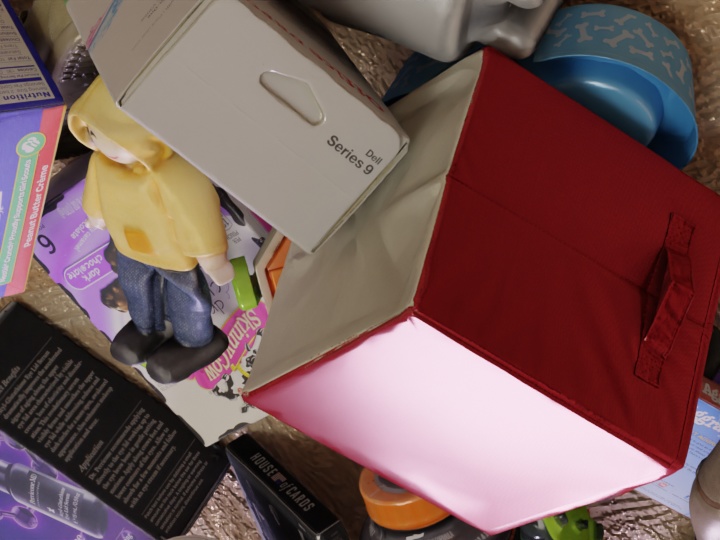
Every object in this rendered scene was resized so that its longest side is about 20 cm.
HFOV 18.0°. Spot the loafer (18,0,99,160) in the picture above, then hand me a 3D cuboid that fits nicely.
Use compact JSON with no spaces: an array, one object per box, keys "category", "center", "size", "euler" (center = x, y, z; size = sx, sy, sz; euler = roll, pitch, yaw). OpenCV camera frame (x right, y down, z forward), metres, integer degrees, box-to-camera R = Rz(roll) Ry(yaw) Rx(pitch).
[{"category":"loafer","center":[-0.182,-0.128,1.402],"size":[0.200,0.075,0.069],"euler":[-43,57,55]}]

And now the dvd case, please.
[{"category":"dvd case","center":[-0.023,0.223,1.571],"size":[0.150,0.025,0.201],"euler":[35,152,56]}]

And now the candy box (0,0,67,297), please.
[{"category":"candy box","center":[-0.262,-0.106,1.390],"size":[0.200,0.077,0.170],"euler":[59,145,31]}]

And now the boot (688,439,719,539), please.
[{"category":"boot","center":[0.283,0.113,1.291],"size":[0.199,0.070,0.147],"euler":[-2,130,-9]}]

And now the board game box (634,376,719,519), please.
[{"category":"board game box","center":[0.229,0.122,1.355],"size":[0.199,0.020,0.103],"euler":[29,140,-27]}]

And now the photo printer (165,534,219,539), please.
[{"category":"photo printer","center":[-0.056,0.262,1.509],"size":[0.199,0.069,0.167],"euler":[12,133,31]}]

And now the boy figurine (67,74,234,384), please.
[{"category":"boy figurine","center":[-0.123,-0.029,1.344],"size":[0.124,0.064,0.201],"euler":[27,140,35]}]

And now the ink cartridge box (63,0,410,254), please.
[{"category":"ink cartridge box","center":[-0.074,-0.115,1.229],"size":[0.145,0.200,0.088],"euler":[37,99,-30]}]

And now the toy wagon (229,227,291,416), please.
[{"category":"toy wagon","center":[0.000,0.000,1.363],"size":[0.154,0.040,0.201],"euler":[-16,104,-3]}]

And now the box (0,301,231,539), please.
[{"category":"box","center":[-0.215,0.145,1.616],"size":[0.199,0.104,0.148],"euler":[34,135,0]}]

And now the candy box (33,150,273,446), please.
[{"category":"candy box","center":[-0.097,-0.003,1.451],"size":[0.167,0.072,0.200],"euler":[-29,108,41]}]

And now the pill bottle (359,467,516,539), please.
[{"category":"pill bottle","center":[0.063,0.206,1.508],"size":[0.106,0.106,0.201],"euler":[-3,124,31]}]

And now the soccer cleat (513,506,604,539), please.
[{"category":"soccer cleat","center":[0.118,0.187,1.415],"size":[0.081,0.068,0.200],"euler":[-7,137,20]}]

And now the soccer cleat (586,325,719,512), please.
[{"category":"soccer cleat","center":[0.168,0.094,1.396],"size":[0.073,0.068,0.200],"euler":[27,136,-23]}]

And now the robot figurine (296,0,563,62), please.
[{"category":"robot figurine","center":[0.015,-0.184,1.211],"size":[0.199,0.113,0.170],"euler":[24,142,10]}]

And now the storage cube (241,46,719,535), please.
[{"category":"storage cube","center":[0.071,0.015,1.231],"size":[0.179,0.172,0.200],"euler":[30,149,-22]}]

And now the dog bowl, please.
[{"category":"dog bowl","center":[0.097,-0.092,1.268],"size":[0.199,0.050,0.112],"euler":[-11,138,35]}]
